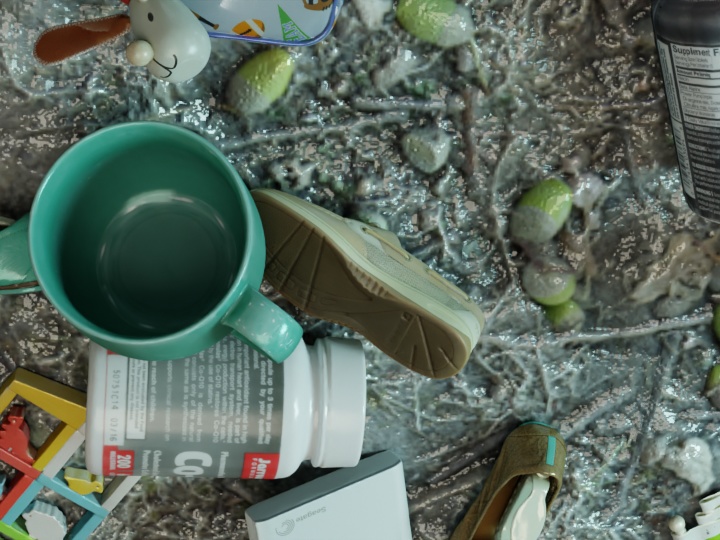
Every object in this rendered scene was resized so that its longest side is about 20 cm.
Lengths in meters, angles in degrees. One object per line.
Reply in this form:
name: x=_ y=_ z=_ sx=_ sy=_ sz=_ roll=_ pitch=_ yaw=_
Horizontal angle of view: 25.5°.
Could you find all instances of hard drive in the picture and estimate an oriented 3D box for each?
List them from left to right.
hard drive: x=-0.016 y=0.255 z=1.288 sx=0.132 sy=0.027 sz=0.200 roll=-20 pitch=119 yaw=-22

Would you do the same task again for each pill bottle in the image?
pill bottle: x=-0.100 y=0.096 z=1.176 sx=0.199 sy=0.114 sz=0.114 roll=2 pitch=120 yaw=-8
pill bottle: x=0.253 y=-0.139 z=1.059 sx=0.106 sy=0.106 sz=0.200 roll=-13 pitch=119 yaw=6

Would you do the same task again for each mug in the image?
mug: x=-0.136 y=0.000 z=1.094 sx=0.152 sy=0.114 sz=0.185 roll=-21 pitch=78 yaw=-1

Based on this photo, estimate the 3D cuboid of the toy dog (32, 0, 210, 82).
toy dog: x=-0.183 y=-0.194 z=0.971 sx=0.200 sy=0.096 sz=0.132 roll=32 pitch=129 yaw=30

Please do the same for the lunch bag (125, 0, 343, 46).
lunch bag: x=-0.079 y=-0.246 z=1.011 sx=0.160 sy=0.076 sz=0.200 roll=7 pitch=120 yaw=-2

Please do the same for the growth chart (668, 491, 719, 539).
growth chart: x=0.355 y=0.212 z=1.311 sx=0.200 sy=0.018 sz=0.145 roll=-30 pitch=117 yaw=16

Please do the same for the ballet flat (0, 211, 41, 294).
ballet flat: x=-0.317 y=-0.006 z=1.154 sx=0.199 sy=0.067 sz=0.071 roll=-10 pitch=95 yaw=4

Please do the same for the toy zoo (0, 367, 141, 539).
toy zoo: x=-0.256 y=0.160 z=1.265 sx=0.131 sy=0.020 sz=0.200 roll=34 pitch=113 yaw=-18

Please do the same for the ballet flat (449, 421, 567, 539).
ballet flat: x=0.115 y=0.215 z=1.275 sx=0.068 sy=0.072 sz=0.200 roll=18 pitch=118 yaw=-12

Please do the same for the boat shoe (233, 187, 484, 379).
boat shoe: x=0.000 y=0.000 z=1.158 sx=0.200 sy=0.065 sz=0.072 roll=33 pitch=129 yaw=2
